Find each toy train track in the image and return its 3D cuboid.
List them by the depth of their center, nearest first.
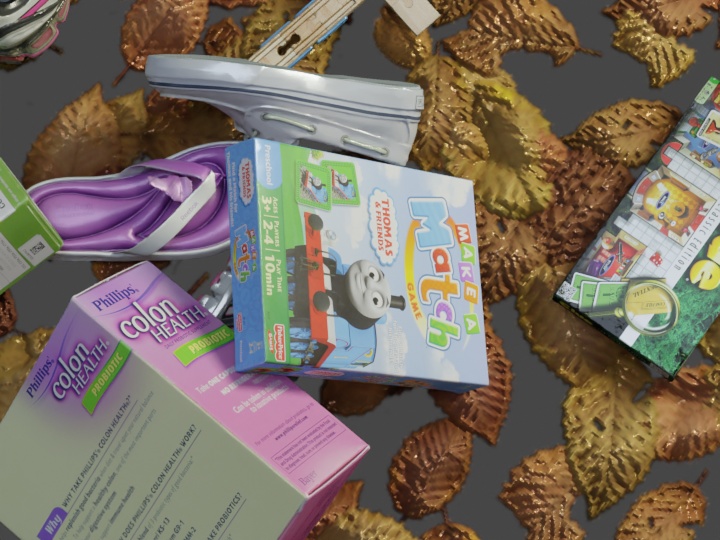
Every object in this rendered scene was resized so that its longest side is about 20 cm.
[{"bbox_3d":[-0.020,-0.191,1.449,0.200,0.033,0.115,-41,85,-1],"label":"toy train track"}]

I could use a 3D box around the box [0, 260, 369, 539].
[{"bbox_3d":[-0.129,0.129,1.298,0.200,0.097,0.176,38,118,10],"label":"box"}]

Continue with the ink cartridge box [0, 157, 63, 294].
[{"bbox_3d":[-0.333,-0.021,1.379,0.200,0.076,0.148,-38,63,-6],"label":"ink cartridge box"}]

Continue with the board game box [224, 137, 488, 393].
[{"bbox_3d":[0.000,0.000,1.333,0.200,0.037,0.151,8,72,-41],"label":"board game box"}]

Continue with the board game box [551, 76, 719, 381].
[{"bbox_3d":[0.236,-0.031,1.401,0.105,0.023,0.200,35,80,8],"label":"board game box"}]

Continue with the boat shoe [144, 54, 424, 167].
[{"bbox_3d":[-0.055,-0.111,1.396,0.200,0.074,0.067,8,98,-5],"label":"boat shoe"}]

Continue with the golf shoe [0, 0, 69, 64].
[{"bbox_3d":[-0.222,-0.249,1.439,0.073,0.092,0.200,23,77,9],"label":"golf shoe"}]

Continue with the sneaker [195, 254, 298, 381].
[{"bbox_3d":[-0.064,0.034,1.373,0.087,0.074,0.200,39,86,11],"label":"sneaker"}]

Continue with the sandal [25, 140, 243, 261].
[{"bbox_3d":[-0.149,-0.046,1.406,0.203,0.050,0.083,-13,76,-1],"label":"sandal"}]
